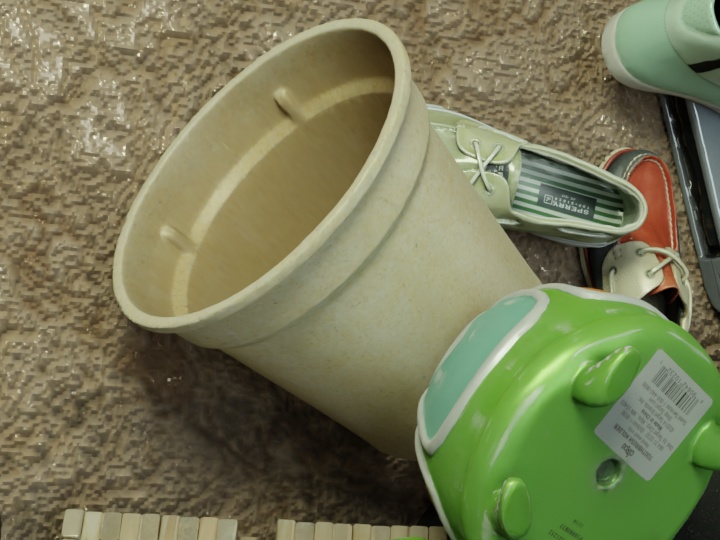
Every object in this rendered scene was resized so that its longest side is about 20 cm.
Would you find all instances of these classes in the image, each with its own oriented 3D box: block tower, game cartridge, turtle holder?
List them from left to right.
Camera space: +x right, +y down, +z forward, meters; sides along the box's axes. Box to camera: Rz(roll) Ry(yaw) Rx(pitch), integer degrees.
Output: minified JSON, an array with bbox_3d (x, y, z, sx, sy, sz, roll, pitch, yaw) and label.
[{"bbox_3d":[-0.055,0.166,0.884,0.199,0.058,0.054,2,49,1],"label":"block tower"},{"bbox_3d":[0.090,0.095,0.829,0.140,0.132,0.187,6,108,-31],"label":"turtle holder"},{"bbox_3d":[0.271,-0.084,1.139,0.133,0.041,0.201,-16,95,-32],"label":"game cartridge"}]

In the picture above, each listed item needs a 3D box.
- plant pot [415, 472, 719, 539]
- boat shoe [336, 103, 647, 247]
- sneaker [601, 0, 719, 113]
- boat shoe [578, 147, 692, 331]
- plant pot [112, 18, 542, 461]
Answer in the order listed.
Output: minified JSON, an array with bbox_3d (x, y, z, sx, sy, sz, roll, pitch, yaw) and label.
[{"bbox_3d":[0.144,0.181,0.976,0.200,0.199,0.178,35,62,-21],"label":"plant pot"},{"bbox_3d":[0.077,-0.059,1.008,0.199,0.062,0.072,10,82,-17],"label":"boat shoe"},{"bbox_3d":[0.263,-0.135,1.052,0.199,0.118,0.074,3,84,-29],"label":"sneaker"},{"bbox_3d":[0.179,0.019,1.069,0.071,0.062,0.201,8,82,-25],"label":"boat shoe"},{"bbox_3d":[0.000,0.000,0.918,0.183,0.200,0.201,43,69,-31],"label":"plant pot"}]
